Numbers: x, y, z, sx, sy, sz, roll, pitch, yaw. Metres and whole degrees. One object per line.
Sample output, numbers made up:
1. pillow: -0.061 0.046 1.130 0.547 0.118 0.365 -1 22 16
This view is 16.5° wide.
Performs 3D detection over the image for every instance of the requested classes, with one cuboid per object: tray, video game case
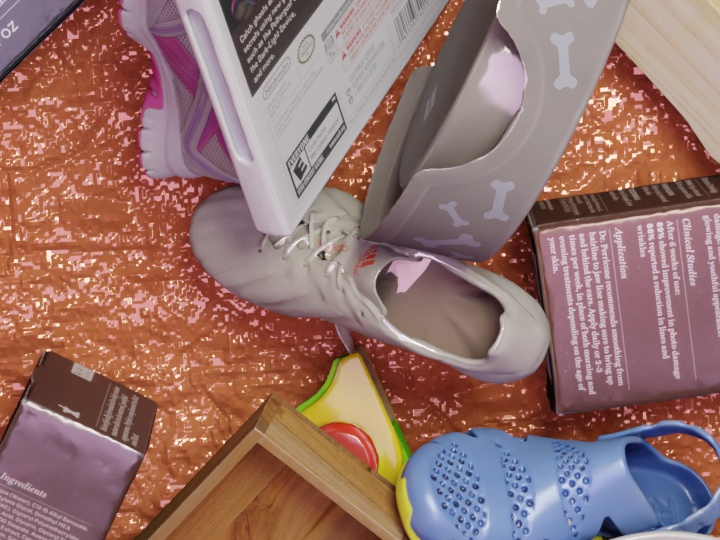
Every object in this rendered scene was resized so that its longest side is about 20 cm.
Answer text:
1. tray: -0.065 0.157 1.280 0.098 0.037 0.200 38 125 -7
2. video game case: -0.019 -0.148 1.154 0.023 0.200 0.182 10 138 29

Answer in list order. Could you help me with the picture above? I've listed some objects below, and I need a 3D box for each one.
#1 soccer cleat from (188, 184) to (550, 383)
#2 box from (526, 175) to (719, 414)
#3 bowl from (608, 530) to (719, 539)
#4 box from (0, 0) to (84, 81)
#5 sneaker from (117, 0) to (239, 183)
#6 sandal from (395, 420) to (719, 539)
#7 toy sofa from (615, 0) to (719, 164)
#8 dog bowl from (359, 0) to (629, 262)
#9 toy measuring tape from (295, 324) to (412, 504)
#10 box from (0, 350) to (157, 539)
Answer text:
1. soccer cleat: 0.000 0.000 1.217 0.199 0.078 0.070 21 88 20
2. box: 0.188 0.004 1.264 0.199 0.075 0.101 -7 102 3
3. bowl: 0.144 0.230 1.248 0.200 0.090 0.203 0 88 -6
4. box: -0.218 -0.188 1.209 0.148 0.107 0.200 -43 98 9
5. sneaker: -0.060 -0.116 1.196 0.088 0.082 0.200 13 145 12
6. sandal: 0.109 0.107 1.249 0.199 0.087 0.080 0 63 -32
7. toy sofa: 0.166 -0.155 1.233 0.200 0.083 0.097 44 142 -9
8. dog bowl: 0.067 -0.094 1.156 0.058 0.200 0.201 25 101 -6
9. toy measuring tape: -0.026 0.062 1.289 0.073 0.074 0.201 -24 91 5
10. box: -0.179 0.153 1.287 0.075 0.100 0.201 24 102 -6
